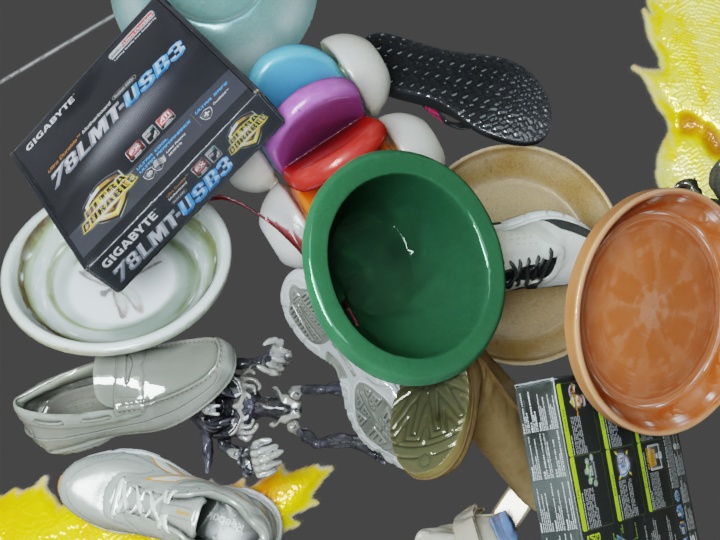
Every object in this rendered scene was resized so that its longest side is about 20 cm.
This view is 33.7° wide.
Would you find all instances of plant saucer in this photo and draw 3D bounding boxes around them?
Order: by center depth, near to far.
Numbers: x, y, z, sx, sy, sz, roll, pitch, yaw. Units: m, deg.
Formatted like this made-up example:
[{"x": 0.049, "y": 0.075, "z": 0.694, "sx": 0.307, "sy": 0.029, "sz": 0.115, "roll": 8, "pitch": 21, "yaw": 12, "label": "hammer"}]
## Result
[{"x": 0.245, "y": 0.033, "z": 0.978, "sx": 0.198, "sy": 0.032, "sz": 0.203, "roll": -2, "pitch": 95, "yaw": -30, "label": "plant saucer"}, {"x": -0.208, "y": 0.005, "z": 1.032, "sx": 0.197, "sy": 0.051, "sz": 0.202, "roll": -1, "pitch": 48, "yaw": 1, "label": "plant saucer"}, {"x": 0.141, "y": -0.013, "z": 1.088, "sx": 0.197, "sy": 0.035, "sz": 0.203, "roll": 0, "pitch": 81, "yaw": -3, "label": "plant saucer"}, {"x": -0.137, "y": -0.275, "z": 1.111, "sx": 0.198, "sy": 0.039, "sz": 0.204, "roll": 1, "pitch": 81, "yaw": -4, "label": "plant saucer"}]

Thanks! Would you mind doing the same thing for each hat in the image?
[{"x": 0.000, "y": 0.000, "z": 0.952, "sx": 0.164, "sy": 0.176, "sz": 0.203, "roll": -15, "pitch": 86, "yaw": -25, "label": "hat"}]

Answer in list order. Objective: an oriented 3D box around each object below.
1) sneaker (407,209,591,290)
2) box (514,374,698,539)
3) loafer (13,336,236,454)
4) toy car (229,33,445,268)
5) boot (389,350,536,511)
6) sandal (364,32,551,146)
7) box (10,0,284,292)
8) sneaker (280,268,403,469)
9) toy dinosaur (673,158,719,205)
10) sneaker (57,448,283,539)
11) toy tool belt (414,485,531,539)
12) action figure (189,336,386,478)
[{"x": 0.123, "y": -0.005, "z": 1.005, "sx": 0.197, "sy": 0.080, "sz": 0.075, "roll": 1, "pitch": 120, "yaw": -19, "label": "sneaker"}, {"x": 0.214, "y": 0.185, "z": 0.998, "sx": 0.192, "sy": 0.047, "sz": 0.203, "roll": -1, "pitch": 78, "yaw": -47, "label": "box"}, {"x": -0.199, "y": 0.100, "z": 0.998, "sx": 0.198, "sy": 0.070, "sz": 0.071, "roll": -23, "pitch": 47, "yaw": 13, "label": "loafer"}, {"x": -0.033, "y": -0.111, "z": 1.027, "sx": 0.174, "sy": 0.150, "sz": 0.201, "roll": -34, "pitch": 81, "yaw": -2, "label": "toy car"}, {"x": 0.105, "y": 0.135, "z": 0.961, "sx": 0.065, "sy": 0.200, "sz": 0.177, "roll": -16, "pitch": 43, "yaw": 28, "label": "boot"}, {"x": 0.088, "y": -0.169, "z": 1.112, "sx": 0.198, "sy": 0.045, "sz": 0.076, "roll": 22, "pitch": 74, "yaw": 15, "label": "sandal"}, {"x": -0.187, "y": -0.113, "z": 1.006, "sx": 0.200, "sy": 0.050, "sz": 0.199, "roll": -45, "pitch": 49, "yaw": 2, "label": "box"}, {"x": 0.024, "y": 0.070, "z": 0.989, "sx": 0.099, "sy": 0.078, "sz": 0.201, "roll": -29, "pitch": 87, "yaw": -39, "label": "sneaker"}, {"x": 0.321, "y": -0.031, "z": 1.058, "sx": 0.102, "sy": 0.202, "sz": 0.077, "roll": 29, "pitch": 43, "yaw": 20, "label": "toy dinosaur"}, {"x": -0.162, "y": 0.197, "z": 1.006, "sx": 0.197, "sy": 0.092, "sz": 0.077, "roll": 12, "pitch": 81, "yaw": -1, "label": "sneaker"}, {"x": 0.135, "y": 0.287, "z": 0.993, "sx": 0.122, "sy": 0.125, "sz": 0.201, "roll": -24, "pitch": 64, "yaw": -13, "label": "toy tool belt"}, {"x": -0.075, "y": 0.117, "z": 1.022, "sx": 0.197, "sy": 0.102, "sz": 0.121, "roll": 2, "pitch": 82, "yaw": -7, "label": "action figure"}]
